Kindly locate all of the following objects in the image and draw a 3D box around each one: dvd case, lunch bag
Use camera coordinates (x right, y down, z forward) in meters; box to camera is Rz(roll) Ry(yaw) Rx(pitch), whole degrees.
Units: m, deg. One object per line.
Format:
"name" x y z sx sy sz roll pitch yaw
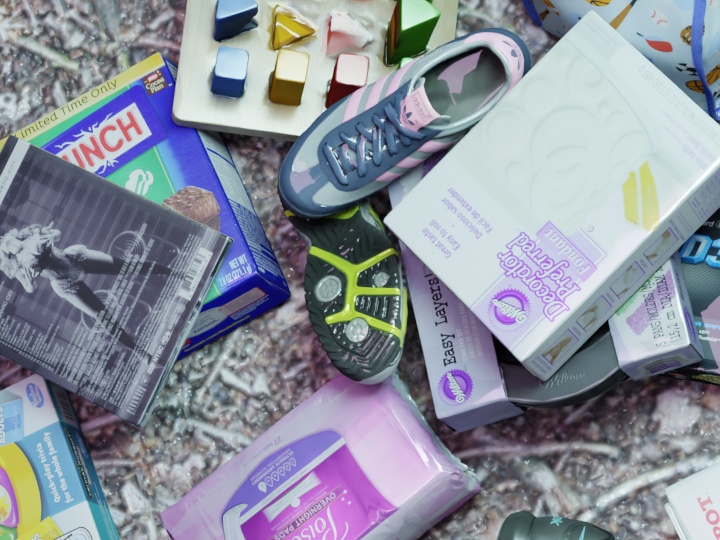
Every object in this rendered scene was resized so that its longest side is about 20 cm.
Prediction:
"dvd case" -0.206 0.006 1.635 0.200 0.016 0.149 25 88 22
"lunch bag" 0.193 -0.213 1.552 0.170 0.200 0.124 28 85 23

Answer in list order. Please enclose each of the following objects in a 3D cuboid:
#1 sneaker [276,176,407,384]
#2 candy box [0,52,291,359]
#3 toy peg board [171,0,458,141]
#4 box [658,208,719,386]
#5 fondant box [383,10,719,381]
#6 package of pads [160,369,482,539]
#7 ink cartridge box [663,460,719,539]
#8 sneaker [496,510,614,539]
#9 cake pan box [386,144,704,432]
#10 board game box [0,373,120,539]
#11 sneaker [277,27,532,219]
"sneaker" 0.000 0.000 1.595 0.075 0.076 0.200 -24 50 13
"candy box" -0.170 -0.034 1.684 0.169 0.077 0.200 -29 67 9
"toy peg board" -0.024 -0.200 1.634 0.199 0.098 0.201 8 76 -5
"box" 0.205 -0.010 1.574 0.199 0.046 0.159 11 79 21
"fondant box" 0.137 -0.050 1.498 0.200 0.058 0.144 -46 65 3
"package of pads" -0.027 0.162 1.584 0.200 0.076 0.121 -38 64 4
"ink cartridge box" 0.318 0.169 1.469 0.200 0.085 0.145 -27 68 7
"sneaker" 0.126 0.259 1.510 0.079 0.075 0.201 1 76 15
"cake pan box" 0.123 -0.002 1.547 0.184 0.052 0.201 -17 69 17
"board game box" -0.290 0.187 1.676 0.200 0.047 0.151 -26 69 9
"sneaker" 0.025 -0.103 1.535 0.200 0.082 0.070 -35 90 7
